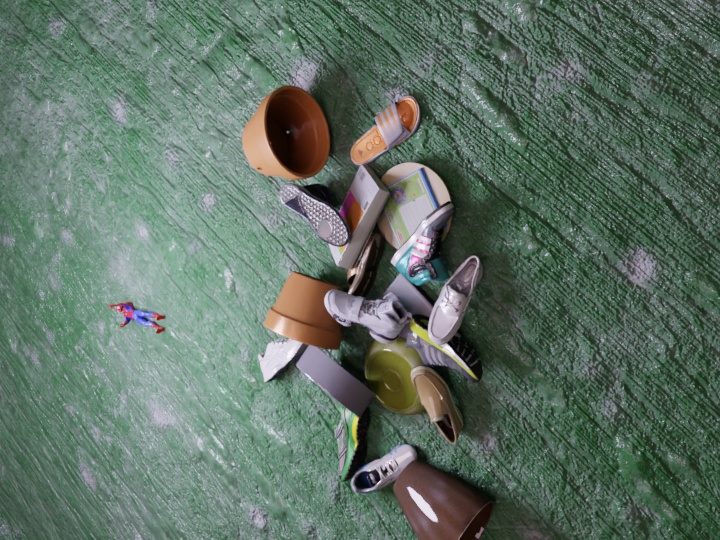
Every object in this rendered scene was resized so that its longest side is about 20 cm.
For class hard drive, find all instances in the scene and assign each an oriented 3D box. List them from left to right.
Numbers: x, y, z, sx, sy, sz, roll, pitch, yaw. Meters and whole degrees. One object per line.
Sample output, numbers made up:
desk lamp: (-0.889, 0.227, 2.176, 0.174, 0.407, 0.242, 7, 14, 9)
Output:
hard drive: (0.125, 0.124, 1.259, 0.200, 0.033, 0.141, 46, 116, 14)

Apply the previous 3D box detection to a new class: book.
book: (-0.013, -0.127, 1.251, 0.204, 0.047, 0.135, -62, 32, 23)

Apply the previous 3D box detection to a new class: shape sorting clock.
shape sorting clock: (0.117, -0.138, 1.215, 0.193, 0.039, 0.209, 8, 108, 26)

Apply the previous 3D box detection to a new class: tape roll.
tape roll: (-0.060, 0.260, 1.285, 0.198, 0.201, 0.067, 36, 80, 18)

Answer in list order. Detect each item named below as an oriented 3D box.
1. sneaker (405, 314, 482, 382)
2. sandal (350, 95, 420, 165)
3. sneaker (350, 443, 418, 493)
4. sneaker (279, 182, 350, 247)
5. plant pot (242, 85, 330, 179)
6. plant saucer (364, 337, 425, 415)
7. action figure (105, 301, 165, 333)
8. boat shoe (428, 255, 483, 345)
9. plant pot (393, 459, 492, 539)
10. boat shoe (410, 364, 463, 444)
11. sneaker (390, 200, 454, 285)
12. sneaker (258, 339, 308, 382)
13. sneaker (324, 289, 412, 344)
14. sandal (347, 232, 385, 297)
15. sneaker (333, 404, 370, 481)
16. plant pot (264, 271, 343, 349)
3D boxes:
sneaker: (0.181, 0.183, 1.187, 0.198, 0.073, 0.083, 37, 120, 26)
sandal: (0.048, -0.306, 1.213, 0.204, 0.059, 0.081, -36, 82, 28)
sneaker: (0.060, 0.496, 1.330, 0.197, 0.072, 0.073, -36, 81, 20)
sneaker: (-0.079, -0.135, 1.262, 0.201, 0.145, 0.078, 41, 108, 15)
plant pot: (-0.185, -0.308, 1.268, 0.137, 0.196, 0.209, -7, 96, 44)
plant saucer: (0.082, 0.257, 1.283, 0.194, 0.031, 0.208, 14, 115, 33)
action figure: (-0.713, 0.147, 1.680, 0.194, 0.098, 0.068, 15, 104, 28)
boat shoe: (0.197, 0.057, 1.140, 0.069, 0.069, 0.205, 24, 80, 18)
plant pot: (0.174, 0.541, 1.236, 0.198, 0.183, 0.193, 33, 113, 35)
boat shoe: (0.172, 0.301, 1.195, 0.070, 0.077, 0.202, -25, 113, 30)
sneaker: (0.158, -0.039, 1.148, 0.122, 0.083, 0.201, 50, 128, 13)
sneaker: (-0.210, 0.218, 1.434, 0.199, 0.074, 0.089, -40, 75, 27)
sneaker: (0.020, 0.083, 1.197, 0.195, 0.077, 0.115, 29, 142, -11)
sandal: (0.000, 0.000, 1.283, 0.053, 0.079, 0.207, 29, 109, 30)
sneaker: (-0.029, 0.436, 1.379, 0.083, 0.077, 0.209, 12, 95, 32)
plant pot: (-0.123, 0.090, 1.309, 0.194, 0.199, 0.146, 17, 89, 24)
